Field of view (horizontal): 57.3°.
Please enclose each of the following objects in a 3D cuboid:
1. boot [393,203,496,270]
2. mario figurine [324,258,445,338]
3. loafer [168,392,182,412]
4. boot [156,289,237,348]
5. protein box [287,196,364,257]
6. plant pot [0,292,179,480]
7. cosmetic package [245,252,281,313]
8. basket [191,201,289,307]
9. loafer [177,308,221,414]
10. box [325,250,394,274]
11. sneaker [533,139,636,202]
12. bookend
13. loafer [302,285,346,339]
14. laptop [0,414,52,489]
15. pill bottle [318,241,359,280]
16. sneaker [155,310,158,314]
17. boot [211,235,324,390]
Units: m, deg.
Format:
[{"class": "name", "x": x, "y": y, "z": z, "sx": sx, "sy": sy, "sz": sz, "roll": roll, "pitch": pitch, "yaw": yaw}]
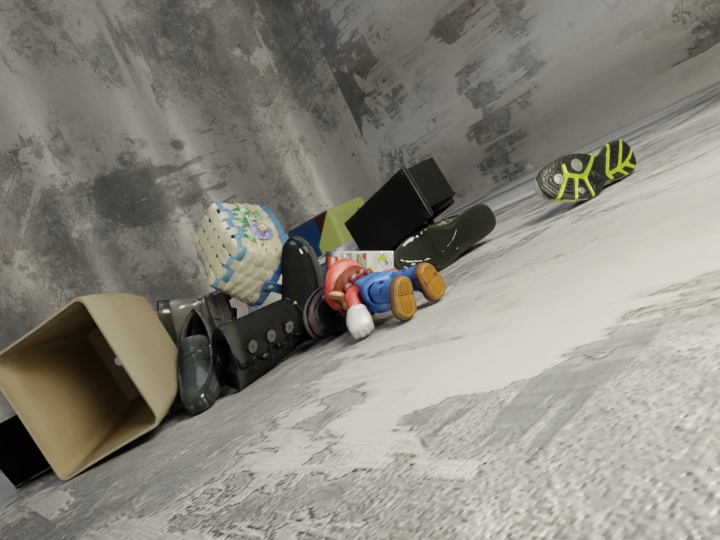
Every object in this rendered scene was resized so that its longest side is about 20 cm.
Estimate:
[{"class": "boot", "x": 0.130, "y": -0.040, "z": 1.170, "sx": 0.201, "sy": 0.075, "sz": 0.154, "roll": -29, "pitch": -1, "yaw": -17}, {"class": "mario figurine", "x": 0.027, "y": 0.041, "z": 0.864, "sx": 0.121, "sy": 0.109, "sz": 0.199, "roll": 14, "pitch": -8, "yaw": -31}, {"class": "loafer", "x": -0.265, "y": 0.169, "z": 1.090, "sx": 0.197, "sy": 0.071, "sz": 0.075, "roll": -28, "pitch": 3, "yaw": -2}, {"class": "boot", "x": -0.268, "y": 0.123, "z": 1.126, "sx": 0.129, "sy": 0.203, "sz": 0.070, "roll": -10, "pitch": 43, "yaw": -16}, {"class": "protein box", "x": -0.046, "y": -0.053, "z": 1.656, "sx": 0.133, "sy": 0.202, "sz": 0.199, "roll": -24, "pitch": 4, "yaw": 29}, {"class": "plant pot", "x": -0.378, "y": 0.147, "z": 0.983, "sx": 0.198, "sy": 0.202, "sz": 0.177, "roll": -30, "pitch": 5, "yaw": 18}, {"class": "cosmetic package", "x": -0.166, "y": 0.050, "z": 1.314, "sx": 0.086, "sy": 0.105, "sz": 0.200, "roll": -25, "pitch": -17, "yaw": 3}, {"class": "basket", "x": -0.168, "y": -0.022, "z": 1.105, "sx": 0.198, "sy": 0.177, "sz": 0.140, "roll": 20, "pitch": -65, "yaw": -47}, {"class": "loafer", "x": -0.246, "y": 0.132, "z": 0.984, "sx": 0.067, "sy": 0.071, "sz": 0.202, "roll": -23, "pitch": 32, "yaw": 3}, {"class": "box", "x": 0.000, "y": 0.000, "z": 1.103, "sx": 0.107, "sy": 0.036, "sz": 0.200, "roll": 0, "pitch": -7, "yaw": 0}, {"class": "sneaker", "x": 0.345, "y": -0.143, "z": 1.035, "sx": 0.197, "sy": 0.077, "sz": 0.076, "roll": -17, "pitch": -9, "yaw": -27}, {"class": "bookend", "x": 0.105, "y": -0.122, "z": 1.173, "sx": 0.198, "sy": 0.093, "sz": 0.198, "roll": -29, "pitch": -6, "yaw": -39}, {"class": "loafer", "x": -0.019, "y": 0.047, "z": 1.006, "sx": 0.062, "sy": 0.073, "sz": 0.199, "roll": -20, "pitch": 3, "yaw": 27}, {"class": "laptop", "x": -0.549, "y": 0.288, "z": 1.186, "sx": 0.185, "sy": 0.118, "sz": 0.200, "roll": -27, "pitch": 3, "yaw": -16}, {"class": "pill bottle", "x": -0.024, "y": 0.006, "z": 1.312, "sx": 0.110, "sy": 0.113, "sz": 0.199, "roll": -28, "pitch": 3, "yaw": -27}, {"class": "sneaker", "x": -0.327, "y": 0.101, "z": 1.251, "sx": 0.066, "sy": 0.109, "sz": 0.202, "roll": -17, "pitch": 21, "yaw": 39}, {"class": "boot", "x": -0.139, "y": 0.058, "z": 0.972, "sx": 0.065, "sy": 0.168, "sz": 0.198, "roll": -3, "pitch": 17, "yaw": 47}]
